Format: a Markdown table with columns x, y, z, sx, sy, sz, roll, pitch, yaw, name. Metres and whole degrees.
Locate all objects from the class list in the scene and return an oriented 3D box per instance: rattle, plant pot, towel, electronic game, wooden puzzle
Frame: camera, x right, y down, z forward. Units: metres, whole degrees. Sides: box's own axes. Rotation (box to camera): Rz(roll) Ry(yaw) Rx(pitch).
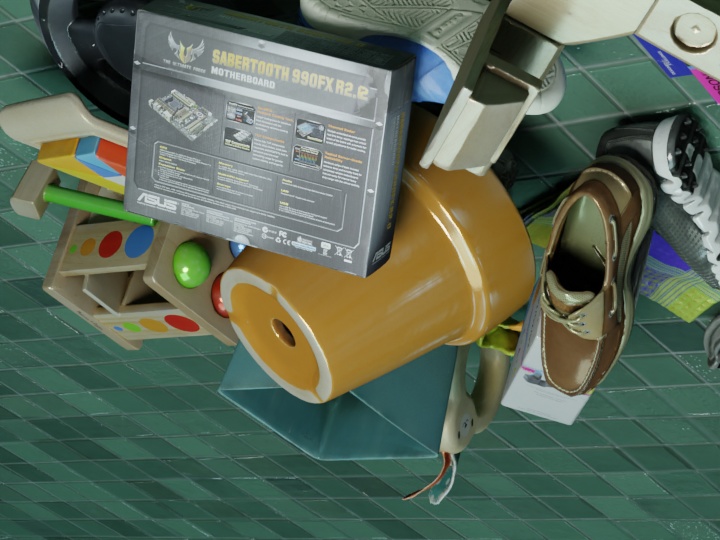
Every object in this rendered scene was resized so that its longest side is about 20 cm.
| x | y | z | sx | sy | sz | roll | pitch | yaw | name |
| --- | --- | --- | --- | --- | --- | --- | --- | --- | --- |
| 0.130 | 0.125 | 1.901 | 0.143 | 0.200 | 0.130 | 12 | 156 | 11 | rattle |
| 0.000 | 0.000 | 1.617 | 0.200 | 0.183 | 0.200 | 40 | 153 | 25 | plant pot |
| 0.231 | -0.018 | 1.746 | 0.200 | 0.023 | 0.144 | 26 | 154 | -18 | towel |
| -0.164 | -0.175 | 1.597 | 0.200 | 0.042 | 0.200 | 21 | 143 | 17 | electronic game |
| -0.002 | 0.042 | 1.809 | 0.141 | 0.200 | 0.141 | -6 | 147 | 40 | plant pot |
| -0.180 | -0.081 | 1.697 | 0.200 | 0.037 | 0.185 | 26 | 168 | -26 | wooden puzzle |

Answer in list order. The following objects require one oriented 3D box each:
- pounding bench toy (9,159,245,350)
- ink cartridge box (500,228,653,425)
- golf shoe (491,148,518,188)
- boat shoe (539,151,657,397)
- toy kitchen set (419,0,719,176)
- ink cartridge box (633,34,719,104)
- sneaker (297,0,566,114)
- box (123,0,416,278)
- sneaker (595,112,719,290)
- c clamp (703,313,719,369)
| x | y | z | sx | sy | sz | roll | pitch | yaw | name |
| --- | --- | --- | --- | --- | --- | --- | --- | --- | --- |
| -0.194 | -0.030 | 1.872 | 0.156 | 0.124 | 0.200 | -4 | 148 | 39 | pounding bench toy |
| 0.177 | 0.036 | 1.728 | 0.068 | 0.115 | 0.200 | 17 | 155 | 0 | ink cartridge box |
| 0.069 | -0.060 | 1.728 | 0.097 | 0.078 | 0.200 | 31 | 153 | 12 | golf shoe |
| 0.162 | 0.008 | 1.573 | 0.076 | 0.074 | 0.200 | 24 | 125 | 27 | boat shoe |
| 0.152 | -0.104 | 1.335 | 0.180 | 0.163 | 0.200 | 28 | 133 | -3 | toy kitchen set |
| 0.269 | -0.155 | 1.414 | 0.200 | 0.037 | 0.095 | -2 | 150 | 40 | ink cartridge box |
| 0.047 | -0.145 | 1.522 | 0.200 | 0.077 | 0.111 | 20 | 150 | 4 | sneaker |
| -0.068 | -0.097 | 1.501 | 0.200 | 0.048 | 0.158 | 15 | 115 | 18 | box |
| 0.238 | -0.053 | 1.619 | 0.090 | 0.066 | 0.200 | 4 | 149 | 32 | sneaker |
| 0.387 | 0.089 | 1.867 | 0.200 | 0.027 | 0.171 | 21 | 156 | -11 | c clamp |
